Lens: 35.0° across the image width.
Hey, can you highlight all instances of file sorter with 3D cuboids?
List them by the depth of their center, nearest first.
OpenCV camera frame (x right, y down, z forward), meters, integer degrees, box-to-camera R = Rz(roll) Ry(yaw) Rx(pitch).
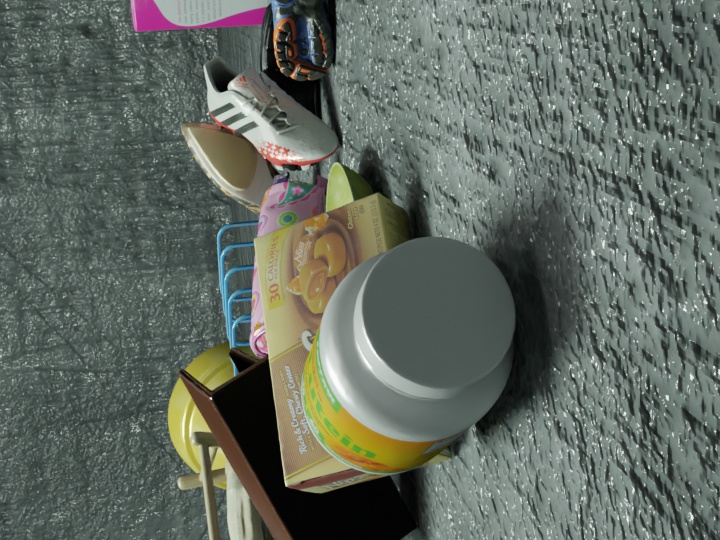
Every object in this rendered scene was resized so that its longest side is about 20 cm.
[{"bbox_3d":[-0.110,0.041,1.439,0.200,0.122,0.139,-107,16,-51],"label":"file sorter"}]

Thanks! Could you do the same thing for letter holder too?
[{"bbox_3d":[-0.061,0.155,1.001,0.200,0.100,0.142,62,162,-14],"label":"letter holder"}]

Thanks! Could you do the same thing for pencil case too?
[{"bbox_3d":[-0.065,-0.003,1.173,0.087,0.087,0.200,98,176,-55],"label":"pencil case"}]

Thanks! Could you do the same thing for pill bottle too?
[{"bbox_3d":[0.027,0.052,0.678,0.200,0.111,0.111,112,151,-70],"label":"pill bottle"}]

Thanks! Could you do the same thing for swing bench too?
[{"bbox_3d":[-0.068,0.269,1.138,0.130,0.200,0.199,115,149,-54],"label":"swing bench"}]

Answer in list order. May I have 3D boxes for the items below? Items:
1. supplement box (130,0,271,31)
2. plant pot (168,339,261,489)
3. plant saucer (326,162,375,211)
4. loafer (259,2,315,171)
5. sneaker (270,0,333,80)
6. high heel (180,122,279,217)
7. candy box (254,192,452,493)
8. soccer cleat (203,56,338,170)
[{"bbox_3d":[-0.162,-0.344,1.288,0.101,0.200,0.103,99,163,-54],"label":"supplement box"},{"bbox_3d":[-0.130,0.206,1.499,0.189,0.200,0.201,20,116,62],"label":"plant pot"},{"bbox_3d":[0.000,0.000,1.046,0.200,0.031,0.200,175,90,-80],"label":"plant saucer"},{"bbox_3d":[-0.084,-0.213,1.301,0.070,0.068,0.201,-130,31,-57],"label":"loafer"},{"bbox_3d":[-0.065,-0.291,1.140,0.079,0.075,0.200,-101,12,-47],"label":"sneaker"},{"bbox_3d":[-0.136,-0.105,1.364,0.071,0.200,0.143,-57,9,-10],"label":"high heel"},{"bbox_3d":[-0.009,0.055,0.859,0.055,0.115,0.200,26,-130,-58],"label":"candy box"},{"bbox_3d":[-0.102,-0.171,1.225,0.200,0.069,0.085,32,148,41],"label":"soccer cleat"}]
